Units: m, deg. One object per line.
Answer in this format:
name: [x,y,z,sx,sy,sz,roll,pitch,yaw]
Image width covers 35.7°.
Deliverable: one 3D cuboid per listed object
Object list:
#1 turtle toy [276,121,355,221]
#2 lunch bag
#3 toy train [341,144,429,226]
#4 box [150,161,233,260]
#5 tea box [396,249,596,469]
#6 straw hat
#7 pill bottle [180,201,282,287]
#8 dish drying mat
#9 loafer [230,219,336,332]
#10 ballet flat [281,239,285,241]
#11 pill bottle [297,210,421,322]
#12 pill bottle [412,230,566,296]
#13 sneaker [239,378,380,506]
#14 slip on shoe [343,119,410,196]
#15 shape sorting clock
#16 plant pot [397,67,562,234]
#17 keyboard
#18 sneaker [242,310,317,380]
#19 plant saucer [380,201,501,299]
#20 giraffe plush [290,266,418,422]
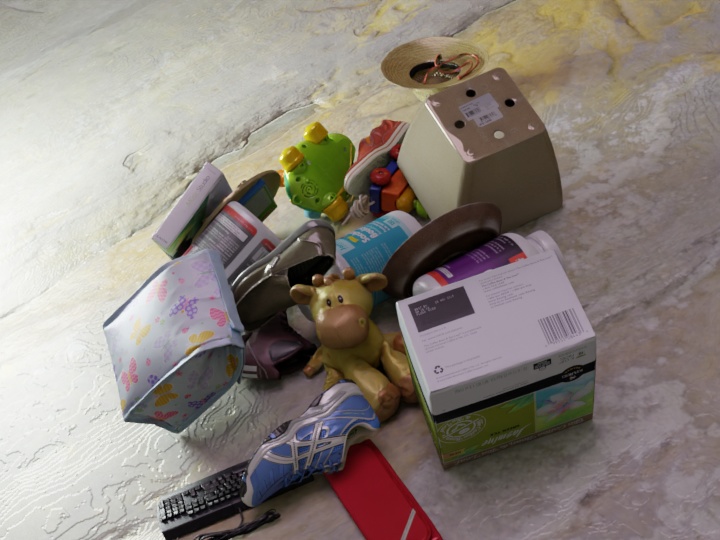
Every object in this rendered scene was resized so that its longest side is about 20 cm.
turtle toy: [-0.064,-0.167,1.870,0.101,0.146,0.200,-30,16,49]
lunch bag: [-0.234,0.093,1.496,0.200,0.127,0.170,-44,50,24]
toy train: [0.067,-0.110,1.784,0.115,0.085,0.200,19,47,21]
box: [-0.253,-0.078,1.740,0.036,0.200,0.145,34,82,8]
tea box: [0.162,0.109,1.320,0.198,0.197,0.134,-18,55,-2]
straw hat: [0.140,-0.348,2.062,0.199,0.086,0.202,-7,40,6]
pill bottle: [-0.213,0.006,1.655,0.200,0.116,0.116,-48,42,-5]
dish drying mat: [0.022,0.274,1.329,0.076,0.018,0.200,-26,37,-12]
loafer: [-0.107,0.017,1.514,0.200,0.075,0.070,-46,42,17]
ballet flat: [-0.146,-0.014,1.742,0.198,0.070,0.070,-11,36,8]
pill bottle: [0.000,0.000,1.610,0.199,0.112,0.111,-28,37,-27]
pill bottle: [0.178,0.022,1.525,0.199,0.113,0.112,-27,37,-14]
sneaker: [-0.062,0.219,1.358,0.200,0.076,0.077,-40,67,-14]
slip on shoe: [0.020,-0.188,1.846,0.061,0.074,0.200,20,45,19]
shape sorting clock: [-0.200,-0.083,1.767,0.039,0.200,0.200,42,60,14]
plant pot: [0.183,-0.181,1.683,0.198,0.177,0.201,-24,62,-11]
keyboard: [-0.153,0.284,1.383,0.199,0.021,0.127,-22,36,-7]
sneaker: [-0.106,0.085,1.600,0.115,0.076,0.201,8,51,20]
plant saucer: [0.119,-0.018,1.555,0.199,0.201,0.032,-27,65,-15]
giraffe plush: [-0.009,0.082,1.472,0.172,0.163,0.200,-25,37,-12]
